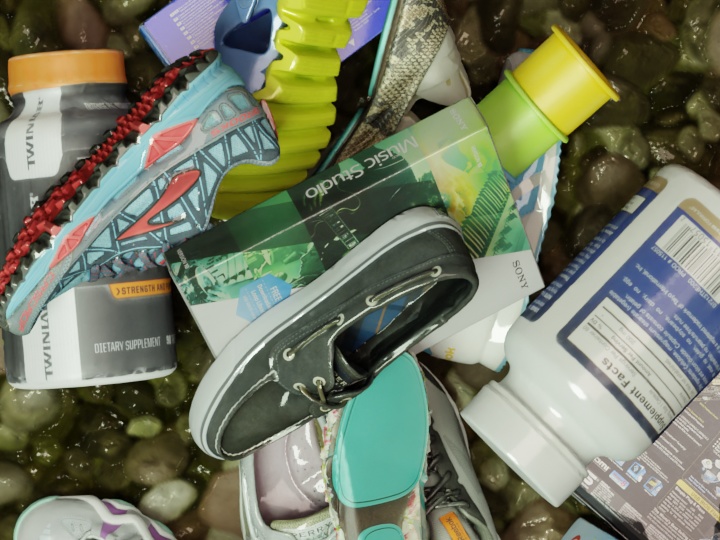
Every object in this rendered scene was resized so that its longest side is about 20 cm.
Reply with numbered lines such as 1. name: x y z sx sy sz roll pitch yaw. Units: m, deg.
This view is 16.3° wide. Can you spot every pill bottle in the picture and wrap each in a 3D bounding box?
1. pill bottle: -0.170 -0.032 1.517 0.106 0.106 0.201 -5 91 -5
2. pill bottle: 0.157 0.042 1.505 0.111 0.111 0.200 44 87 -4

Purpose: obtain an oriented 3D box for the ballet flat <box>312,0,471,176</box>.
1. ballet flat: 0.024 -0.094 1.535 0.075 0.068 0.201 25 110 0

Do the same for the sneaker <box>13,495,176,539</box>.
1. sneaker: -0.125 0.195 1.500 0.199 0.140 0.078 27 87 4

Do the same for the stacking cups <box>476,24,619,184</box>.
1. stacking cups: 0.065 -0.057 1.507 0.200 0.061 0.061 -44 94 10

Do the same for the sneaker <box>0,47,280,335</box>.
1. sneaker: -0.124 -0.027 1.432 0.096 0.079 0.200 43 91 -16

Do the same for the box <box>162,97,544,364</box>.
1. box: 0.000 0.000 1.461 0.199 0.036 0.145 -29 136 -4

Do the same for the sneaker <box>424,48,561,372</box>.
1. sneaker: 0.075 -0.042 1.557 0.080 0.077 0.201 13 88 -4

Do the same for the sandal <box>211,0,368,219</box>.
1. sandal: -0.056 -0.127 1.506 0.079 0.087 0.201 9 108 -49

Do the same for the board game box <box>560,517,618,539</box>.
1. board game box: 0.111 0.252 1.501 0.056 0.200 0.196 39 88 -6

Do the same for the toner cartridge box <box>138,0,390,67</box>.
1. toner cartridge box: -0.031 -0.173 1.560 0.200 0.043 0.095 -37 94 -4

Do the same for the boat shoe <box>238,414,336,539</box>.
1. boat shoe: -0.041 0.131 1.552 0.074 0.065 0.203 -11 92 -5

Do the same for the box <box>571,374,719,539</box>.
1. box: 0.229 0.121 1.587 0.200 0.049 0.161 41 89 -4

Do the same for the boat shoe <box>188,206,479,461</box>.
1. boat shoe: -0.016 0.045 1.428 0.200 0.057 0.069 -42 135 12

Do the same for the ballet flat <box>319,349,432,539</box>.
1. ballet flat: 0.005 0.139 1.499 0.075 0.064 0.201 -3 97 -23

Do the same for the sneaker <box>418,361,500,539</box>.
1. sneaker: 0.045 0.134 1.554 0.074 0.079 0.201 -25 91 -6
